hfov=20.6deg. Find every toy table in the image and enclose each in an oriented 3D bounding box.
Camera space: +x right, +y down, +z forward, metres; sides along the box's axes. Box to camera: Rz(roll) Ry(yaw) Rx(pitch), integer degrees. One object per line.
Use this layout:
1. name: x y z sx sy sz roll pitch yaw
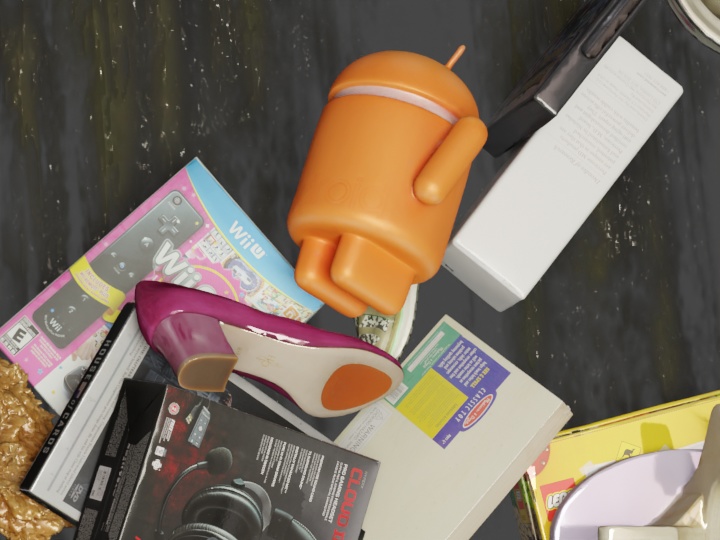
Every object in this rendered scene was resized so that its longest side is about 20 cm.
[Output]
1. toy table: 0.241 0.188 1.373 0.199 0.117 0.185 -11 85 -8

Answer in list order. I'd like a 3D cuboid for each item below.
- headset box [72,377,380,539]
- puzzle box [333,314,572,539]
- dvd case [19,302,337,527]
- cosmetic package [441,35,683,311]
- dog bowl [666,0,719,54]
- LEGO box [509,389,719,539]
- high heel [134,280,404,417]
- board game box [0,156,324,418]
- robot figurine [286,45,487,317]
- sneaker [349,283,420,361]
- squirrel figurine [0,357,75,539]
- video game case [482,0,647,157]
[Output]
1. headset box: -0.086 0.176 1.361 0.199 0.077 0.150 23 79 -29
2. puzzle box: 0.045 0.141 1.440 0.200 0.025 0.133 -48 50 -5
3. dvd case: -0.123 0.139 1.396 0.200 0.025 0.151 37 72 -27
4. cosmetic package: 0.146 -0.071 1.482 0.071 0.101 0.200 39 82 -1
5. dog bowl: 0.318 -0.249 1.536 0.199 0.074 0.202 1 83 -6
6. LEGO box: 0.219 0.177 1.470 0.199 0.077 0.150 -13 84 -7
7. high heel: -0.061 0.045 1.381 0.199 0.096 0.068 13 121 -40
8. board game box: -0.149 0.038 1.458 0.200 0.064 0.148 -42 90 -9
9. robot figurine: 0.019 -0.069 1.398 0.116 0.144 0.201 17 71 0
10. sneaker: 0.000 0.000 1.475 0.088 0.077 0.201 10 74 -3
11. squirrel figurine: -0.278 0.163 1.366 0.199 0.142 0.187 -26 59 -17
12. video game case: 0.165 -0.171 1.446 0.025 0.200 0.181 40 81 -3
